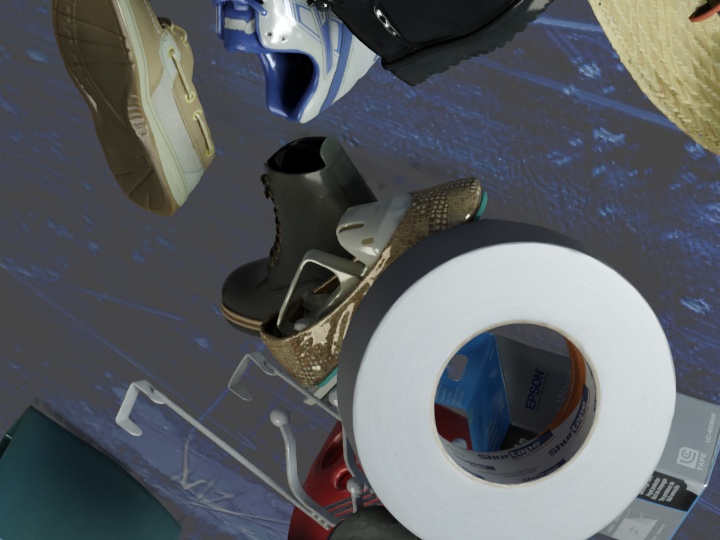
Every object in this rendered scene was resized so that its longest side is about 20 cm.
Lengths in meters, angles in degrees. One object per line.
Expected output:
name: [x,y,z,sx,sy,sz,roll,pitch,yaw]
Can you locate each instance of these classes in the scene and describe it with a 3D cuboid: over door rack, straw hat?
over door rack: [-0.042,0.099,1.573,0.199,0.067,0.148,23,-162,29]
straw hat: [0.190,-0.142,1.044,0.201,0.085,0.202,34,148,24]

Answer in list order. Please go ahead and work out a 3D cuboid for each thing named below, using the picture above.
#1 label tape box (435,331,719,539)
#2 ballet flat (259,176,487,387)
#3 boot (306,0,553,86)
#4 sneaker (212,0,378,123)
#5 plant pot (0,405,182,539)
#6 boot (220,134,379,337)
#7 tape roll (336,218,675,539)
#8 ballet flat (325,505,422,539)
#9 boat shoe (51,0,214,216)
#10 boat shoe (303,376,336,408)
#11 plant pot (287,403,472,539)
label tape box: [0.130,0.113,1.572,0.199,0.066,0.143,16,155,1]
ballet flat: [0.000,0.000,1.493,0.065,0.071,0.200,34,122,-12]
boot: [0.007,-0.179,1.188,0.168,0.077,0.200,33,155,-18]
sneaker: [-0.049,-0.166,1.310,0.075,0.088,0.200,15,148,42]
plant pot: [-0.294,0.259,2.373,0.199,0.142,0.141,31,157,-8]
boot: [-0.047,-0.030,1.596,0.199,0.078,0.139,-11,127,41]
tape roll: [0.088,0.072,1.431,0.200,0.200,0.066,42,-177,-17]
ballet flat: [0.035,0.171,1.492,0.067,0.200,0.046,45,123,13]
boat shoe: [-0.144,-0.132,1.526,0.074,0.066,0.201,20,139,32]
boat shoe: [0.012,0.066,1.686,0.062,0.073,0.200,28,156,-8]
plant pot: [0.034,0.221,1.816,0.200,0.183,0.201,26,155,13]
